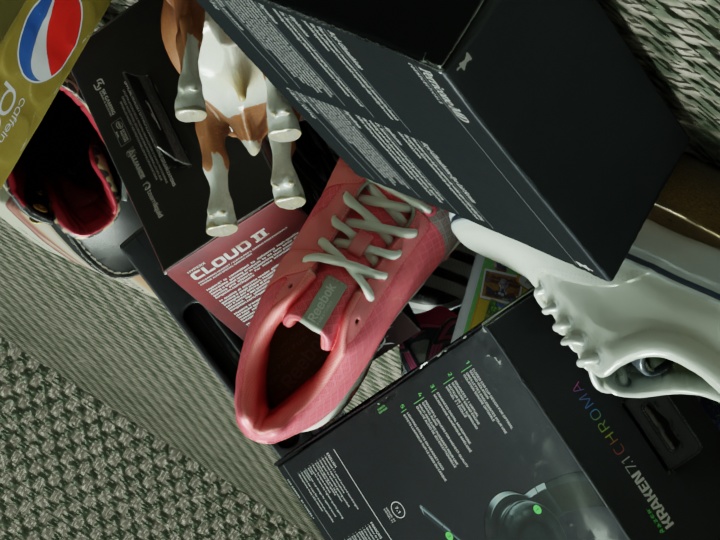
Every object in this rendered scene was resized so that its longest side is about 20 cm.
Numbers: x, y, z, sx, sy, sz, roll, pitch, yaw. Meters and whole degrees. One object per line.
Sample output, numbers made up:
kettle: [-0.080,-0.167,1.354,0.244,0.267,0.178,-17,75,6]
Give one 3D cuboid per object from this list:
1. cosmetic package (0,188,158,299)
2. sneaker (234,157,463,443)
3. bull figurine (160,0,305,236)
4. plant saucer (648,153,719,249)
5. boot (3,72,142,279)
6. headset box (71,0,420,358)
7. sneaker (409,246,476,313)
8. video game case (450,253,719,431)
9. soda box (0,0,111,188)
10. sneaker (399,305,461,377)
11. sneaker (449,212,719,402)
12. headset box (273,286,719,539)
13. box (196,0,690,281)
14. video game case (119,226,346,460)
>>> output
cosmetic package: [-0.138,-0.037,1.858,0.200,0.087,0.103,22,169,35]
sneaker: [0.000,0.000,1.338,0.074,0.200,0.087,29,-163,4]
bull figurine: [-0.053,-0.093,1.296,0.065,0.122,0.200,-9,155,5]
plant saucer: [0.150,-0.014,1.310,0.200,0.036,0.200,29,170,5]
boot: [-0.154,-0.057,1.544,0.151,0.073,0.200,-112,3,-62]
headset box: [-0.063,-0.043,1.465,0.149,0.077,0.200,62,-169,31]
sneaker: [-0.009,-0.010,1.679,0.200,0.075,0.115,24,171,25]
video game case: [0.125,0.080,1.457,0.200,0.183,0.022,23,-168,34]
soda box: [-0.190,-0.095,1.386,0.064,0.200,0.068,25,169,25]
sneaker: [0.087,0.048,1.613,0.080,0.075,0.200,-18,177,26]
sneaker: [0.111,0.014,1.250,0.200,0.071,0.073,22,168,38]
headset box: [0.084,0.110,1.373,0.174,0.093,0.200,55,138,3]
box: [0.032,-0.087,1.160,0.141,0.079,0.200,27,170,32]
video game case: [-0.053,0.051,1.544,0.181,0.025,0.200,53,-176,1]
